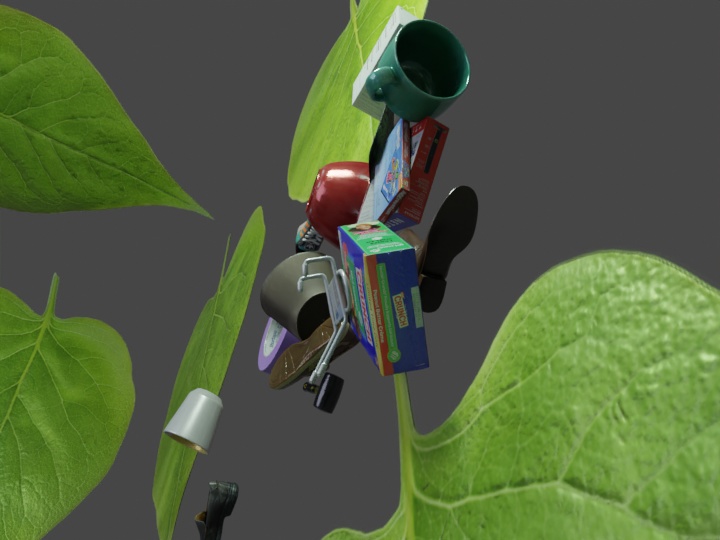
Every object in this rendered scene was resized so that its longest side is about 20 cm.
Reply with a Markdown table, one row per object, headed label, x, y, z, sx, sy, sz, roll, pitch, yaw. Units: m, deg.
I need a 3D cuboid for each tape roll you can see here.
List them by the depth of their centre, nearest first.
| label | x | y | z | sx | sy | sz | roll | pitch | yaw |
| --- | --- | --- | --- | --- | --- | --- | --- | --- | --- |
| tape roll | -0.166 | 0.142 | 1.515 | 0.201 | 0.064 | 0.203 | -54 | 24 | 36 |

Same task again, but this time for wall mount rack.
| label | x | y | z | sx | sy | sz | roll | pitch | yaw |
| --- | --- | --- | --- | --- | --- | --- | --- | --- | --- |
| wall mount rack | -0.057 | 0.079 | 1.049 | 0.200 | 0.072 | 0.179 | 123 | 136 | -73 |

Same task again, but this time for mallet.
| label | x | y | z | sx | sy | sz | roll | pitch | yaw |
| --- | --- | --- | --- | --- | --- | --- | --- | --- | --- |
| mallet | -0.081 | 0.231 | 1.224 | 0.200 | 0.040 | 0.067 | -33 | 34 | 66 |

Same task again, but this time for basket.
| label | x | y | z | sx | sy | sz | roll | pitch | yaw |
| --- | --- | --- | --- | --- | --- | --- | --- | --- | --- |
| basket | -0.098 | 0.065 | 1.301 | 0.177 | 0.138 | 0.200 | -30 | 24 | -8 |

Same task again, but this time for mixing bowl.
| label | x | y | z | sx | sy | sz | roll | pitch | yaw |
| --- | --- | --- | --- | --- | --- | --- | --- | --- | --- |
| mixing bowl | -0.054 | -0.153 | 1.418 | 0.200 | 0.106 | 0.206 | -160 | 89 | -82 |

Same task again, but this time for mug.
| label | x | y | z | sx | sy | sz | roll | pitch | yaw |
| --- | --- | --- | --- | --- | --- | --- | --- | --- | --- |
| mug | 0.090 | -0.346 | 1.167 | 0.114 | 0.180 | 0.157 | 145 | 135 | -62 |
| mug | -0.491 | 0.443 | 1.976 | 0.185 | 0.148 | 0.156 | -22 | 39 | 56 |

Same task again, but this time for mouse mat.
| label | x | y | z | sx | sy | sz | roll | pitch | yaw |
| --- | --- | --- | --- | --- | --- | --- | --- | --- | --- |
| mouse mat | 0.043 | -0.251 | 1.326 | 0.201 | 0.007 | 0.165 | 81 | -154 | -70 |

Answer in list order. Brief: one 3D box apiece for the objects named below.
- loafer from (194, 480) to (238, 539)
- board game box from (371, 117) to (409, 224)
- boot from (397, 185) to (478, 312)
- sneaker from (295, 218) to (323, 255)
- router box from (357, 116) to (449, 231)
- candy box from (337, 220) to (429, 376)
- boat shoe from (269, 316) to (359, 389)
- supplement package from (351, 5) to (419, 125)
| label | x | y | z | sx | sy | sz | roll | pitch | yaw |
| --- | --- | --- | --- | --- | --- | --- | --- | --- | --- |
| loafer | -0.347 | 0.575 | 1.513 | 0.205 | 0.071 | 0.073 | -69 | 20 | -3 |
| board game box | 0.055 | -0.175 | 1.171 | 0.103 | 0.019 | 0.204 | -53 | 24 | 42 |
| boot | 0.097 | -0.046 | 1.001 | 0.200 | 0.063 | 0.191 | -131 | 62 | -74 |
| sneaker | -0.113 | -0.091 | 1.636 | 0.200 | 0.070 | 0.082 | 135 | 148 | -60 |
| router box | 0.074 | -0.164 | 1.213 | 0.199 | 0.048 | 0.184 | -14 | 56 | 68 |
| candy box | 0.028 | 0.032 | 0.957 | 0.200 | 0.075 | 0.174 | -136 | 36 | -70 |
| boat shoe | -0.081 | 0.161 | 1.190 | 0.199 | 0.072 | 0.073 | -41 | 32 | 19 |
| supplement package | 0.075 | -0.435 | 1.421 | 0.202 | 0.111 | 0.111 | -55 | 20 | 34 |
